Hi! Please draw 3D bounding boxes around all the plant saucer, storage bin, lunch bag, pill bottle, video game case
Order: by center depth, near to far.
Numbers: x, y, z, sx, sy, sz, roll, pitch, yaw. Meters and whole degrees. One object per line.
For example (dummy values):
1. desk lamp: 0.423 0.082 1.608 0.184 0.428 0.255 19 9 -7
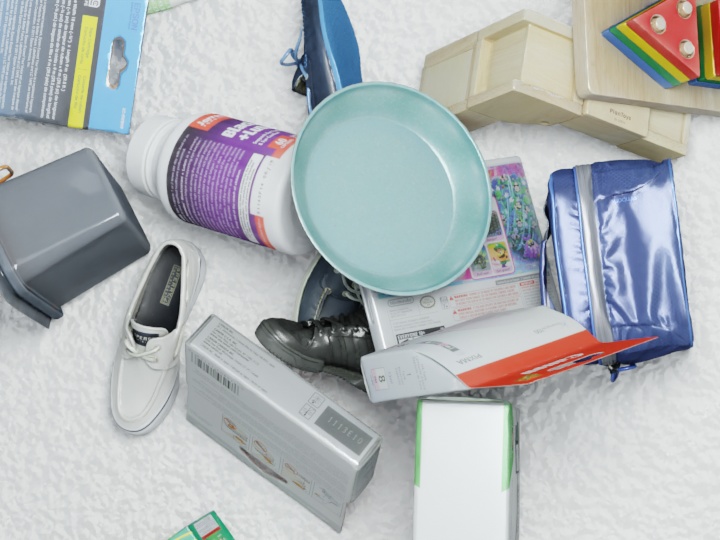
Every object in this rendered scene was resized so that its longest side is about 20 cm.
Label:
1. plant saucer: 0.023 -0.071 1.437 0.200 0.036 0.200 7 74 -24
2. lunch bag: 0.230 0.001 1.454 0.132 0.136 0.200 -7 84 11
3. video game case: 0.087 -0.008 1.484 0.200 0.024 0.182 -10 80 -28
4. pill bottle: -0.125 -0.090 1.532 0.200 0.111 0.112 17 87 31
5. storage bin: -0.293 -0.046 1.543 0.134 0.200 0.146 -28 79 -4

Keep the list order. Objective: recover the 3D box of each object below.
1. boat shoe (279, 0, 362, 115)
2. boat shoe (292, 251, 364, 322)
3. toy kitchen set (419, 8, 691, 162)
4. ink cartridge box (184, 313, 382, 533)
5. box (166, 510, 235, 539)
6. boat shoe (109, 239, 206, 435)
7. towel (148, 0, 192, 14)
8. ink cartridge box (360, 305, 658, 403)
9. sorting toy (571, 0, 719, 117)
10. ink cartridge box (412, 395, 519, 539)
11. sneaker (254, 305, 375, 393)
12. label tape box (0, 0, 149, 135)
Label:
1. boat shoe: -0.042 -0.187 1.553 0.069 0.084 0.200 -16 70 26
2. boat shoe: 0.000 0.000 1.529 0.062 0.075 0.200 20 80 49
3. toy kitchen set: 0.191 -0.199 1.519 0.200 0.180 0.163 17 75 -26
4. ink cartridge box: -0.077 0.148 1.498 0.200 0.174 0.044 35 64 13
5. box: -0.219 0.309 1.519 0.200 0.117 0.048 -38 85 5
6. boat shoe: -0.205 0.065 1.569 0.072 0.066 0.200 21 88 12
7. towel: -0.249 -0.332 1.640 0.200 0.031 0.149 -14 81 10
8. ink cartridge box: 0.122 0.064 1.340 0.200 0.162 0.057 -19 87 52
9. sorting toy: 0.290 -0.251 1.442 0.199 0.070 0.200 3 80 -30
10. ink cartridge box: 0.099 0.189 1.428 0.084 0.200 0.146 1 84 8
11. sneaker: 0.005 0.055 1.487 0.104 0.200 0.060 -57 33 14
12. label tape box: -0.320 -0.222 1.607 0.200 0.063 0.144 9 96 -5
